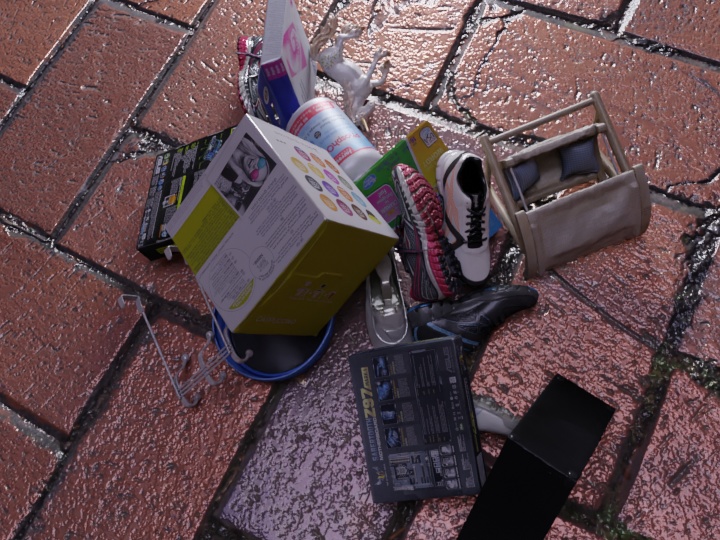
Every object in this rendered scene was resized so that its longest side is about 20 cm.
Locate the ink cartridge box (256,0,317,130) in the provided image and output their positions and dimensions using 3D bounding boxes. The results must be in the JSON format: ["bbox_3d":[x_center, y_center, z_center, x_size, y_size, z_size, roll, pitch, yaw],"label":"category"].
[{"bbox_3d":[-0.117,-0.323,1.234,0.042,0.197,0.205,-3,66,10],"label":"ink cartridge box"}]

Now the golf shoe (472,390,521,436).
[{"bbox_3d":[0.127,0.210,1.038,0.196,0.078,0.100,15,87,21],"label":"golf shoe"}]

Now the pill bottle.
[{"bbox_3d":[-0.030,-0.177,1.203,0.108,0.109,0.201,-36,65,-7],"label":"pill bottle"}]

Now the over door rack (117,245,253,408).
[{"bbox_3d":[-0.256,0.081,1.108,0.147,0.066,0.202,-39,81,28],"label":"over door rack"}]

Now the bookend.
[{"bbox_3d":[0.224,0.271,0.957,0.091,0.198,0.203,30,118,21],"label":"bookend"}]

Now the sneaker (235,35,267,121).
[{"bbox_3d":[-0.176,-0.336,1.308,0.073,0.081,0.205,-6,65,3],"label":"sneaker"}]

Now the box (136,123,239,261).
[{"bbox_3d":[-0.267,-0.129,1.216,0.189,0.048,0.204,-14,55,21],"label":"box"}]

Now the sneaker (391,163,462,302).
[{"bbox_3d":[0.079,-0.054,1.064,0.074,0.080,0.205,-19,83,31],"label":"sneaker"}]

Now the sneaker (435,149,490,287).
[{"bbox_3d":[0.155,-0.075,1.080,0.072,0.080,0.205,-13,96,-16],"label":"sneaker"}]

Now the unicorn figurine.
[{"bbox_3d":[-0.010,-0.340,1.290,0.199,0.074,0.138,42,87,13],"label":"unicorn figurine"}]

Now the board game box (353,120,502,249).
[{"bbox_3d":[0.101,-0.098,1.126,0.153,0.040,0.201,-41,100,-10],"label":"board game box"}]

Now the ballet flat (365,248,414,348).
[{"bbox_3d":[0.038,0.044,1.103,0.068,0.070,0.205,-10,73,5],"label":"ballet flat"}]

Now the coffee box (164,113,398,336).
[{"bbox_3d":[-0.105,-0.050,1.016,0.201,0.198,0.199,-48,65,18],"label":"coffee box"}]

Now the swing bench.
[{"bbox_3d":[0.303,-0.123,1.111,0.195,0.130,0.203,-21,65,-1],"label":"swing bench"}]

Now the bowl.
[{"bbox_3d":[-0.130,0.071,1.140,0.195,0.039,0.206,-5,69,13],"label":"bowl"}]

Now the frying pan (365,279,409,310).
[{"bbox_3d":[-0.015,0.008,1.166,0.113,0.031,0.192,-29,62,-2],"label":"frying pan"}]

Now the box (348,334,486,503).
[{"bbox_3d":[0.075,0.199,0.992,0.154,0.051,0.205,-12,86,21],"label":"box"}]

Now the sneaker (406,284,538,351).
[{"bbox_3d":[0.169,0.072,1.092,0.195,0.073,0.084,-14,90,1],"label":"sneaker"}]
